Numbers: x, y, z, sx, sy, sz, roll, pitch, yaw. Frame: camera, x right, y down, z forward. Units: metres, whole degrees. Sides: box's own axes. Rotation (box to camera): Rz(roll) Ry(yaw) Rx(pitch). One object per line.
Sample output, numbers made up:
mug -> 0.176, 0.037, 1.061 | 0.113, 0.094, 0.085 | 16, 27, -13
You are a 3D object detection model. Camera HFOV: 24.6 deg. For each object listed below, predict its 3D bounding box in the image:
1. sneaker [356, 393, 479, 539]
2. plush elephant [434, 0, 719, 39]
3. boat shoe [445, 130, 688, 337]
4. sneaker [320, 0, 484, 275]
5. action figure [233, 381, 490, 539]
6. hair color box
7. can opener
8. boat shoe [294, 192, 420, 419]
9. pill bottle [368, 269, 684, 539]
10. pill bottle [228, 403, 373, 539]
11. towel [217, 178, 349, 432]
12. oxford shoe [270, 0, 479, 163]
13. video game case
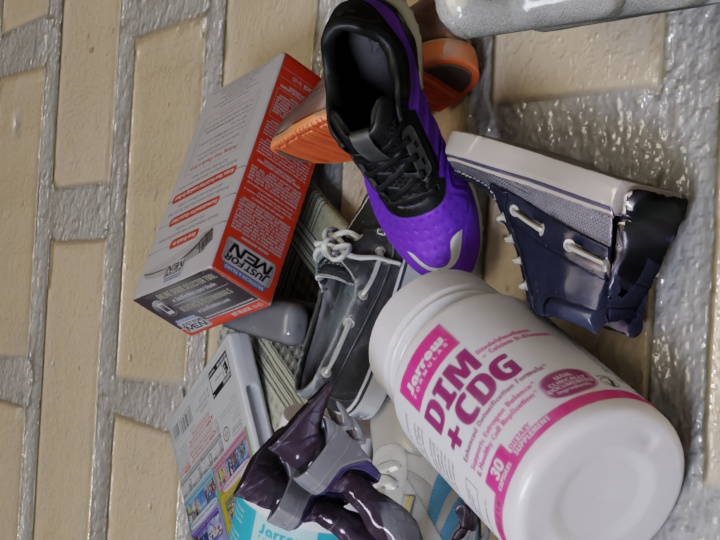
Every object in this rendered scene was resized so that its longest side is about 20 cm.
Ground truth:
sneaker -> 0.029, 0.173, 1.106 | 0.077, 0.081, 0.200 | -40, 52, 54
plush elephant -> 0.139, -0.214, 0.886 | 0.200, 0.165, 0.155 | -4, 97, 32
boat shoe -> 0.107, -0.024, 0.995 | 0.200, 0.075, 0.093 | 28, 105, 58
sneaker -> 0.018, -0.079, 1.067 | 0.070, 0.100, 0.200 | -18, 97, 19
action figure -> 0.024, 0.165, 0.997 | 0.200, 0.069, 0.130 | 43, 143, -3
hair color box -> -0.095, -0.059, 1.280 | 0.111, 0.064, 0.200 | -20, 44, 48
can opener -> -0.081, 0.015, 1.288 | 0.200, 0.053, 0.067 | 10, 94, 59
boat shoe -> -0.001, 0.000, 1.155 | 0.074, 0.068, 0.200 | 0, 71, 62
pill bottle -> 0.089, 0.083, 0.976 | 0.200, 0.113, 0.113 | 43, 124, 53
pill bottle -> -0.042, 0.201, 1.195 | 0.111, 0.111, 0.200 | 33, 116, 57
towel -> -0.046, 0.030, 1.312 | 0.200, 0.035, 0.193 | 52, 128, 52
oxford shoe -> 0.009, -0.134, 1.186 | 0.200, 0.071, 0.073 | -25, 58, 41
video game case -> -0.110, 0.173, 1.373 | 0.200, 0.022, 0.182 | 129, 132, -56
